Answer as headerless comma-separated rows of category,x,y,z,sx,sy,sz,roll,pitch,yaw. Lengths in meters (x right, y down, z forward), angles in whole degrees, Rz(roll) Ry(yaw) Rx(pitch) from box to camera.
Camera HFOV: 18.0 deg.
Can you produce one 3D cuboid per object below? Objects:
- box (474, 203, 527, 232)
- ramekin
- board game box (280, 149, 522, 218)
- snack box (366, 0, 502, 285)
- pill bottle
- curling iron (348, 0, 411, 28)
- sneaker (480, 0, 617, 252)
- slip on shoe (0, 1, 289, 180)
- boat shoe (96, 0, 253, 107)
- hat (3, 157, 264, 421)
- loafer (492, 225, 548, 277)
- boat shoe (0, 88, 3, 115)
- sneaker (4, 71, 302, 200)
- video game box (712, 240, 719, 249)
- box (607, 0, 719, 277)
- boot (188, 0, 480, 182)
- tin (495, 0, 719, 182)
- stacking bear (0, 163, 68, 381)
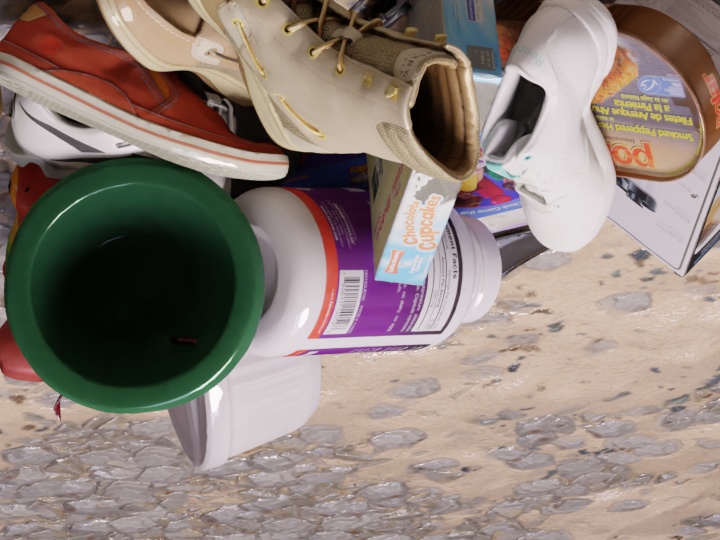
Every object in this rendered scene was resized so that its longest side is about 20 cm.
box,0.111,-0.057,1.667,0.199,0.042,0.039,-12,154,16
ramekin,-0.095,0.038,1.656,0.094,0.204,0.203,-12,157,-14
board game box,0.044,-0.077,1.602,0.199,0.045,0.135,-13,154,15
snack box,0.043,-0.097,1.423,0.037,0.117,0.201,6,141,-11
pill bottle,0.000,0.000,1.547,0.199,0.113,0.112,-1,159,-42
curling iron,-0.015,-0.136,1.479,0.049,0.026,0.200,-35,176,-29
sneaker,0.107,-0.076,1.394,0.075,0.088,0.201,27,144,28
slip on shoe,-0.132,-0.108,1.418,0.199,0.062,0.074,25,174,-11
boat shoe,-0.093,-0.157,1.381,0.064,0.072,0.200,-22,161,23
hat,-0.148,0.013,1.552,0.198,0.167,0.176,-9,178,8
loafer,0.078,0.004,1.752,0.199,0.073,0.073,-24,148,34
boat shoe,-0.305,-0.126,1.391,0.066,0.074,0.200,-24,150,25
sneaker,-0.131,-0.095,1.491,0.198,0.075,0.089,3,152,-12
video game box,0.346,-0.043,1.654,0.181,0.047,0.200,-7,180,-1
box,0.203,-0.095,1.489,0.060,0.116,0.200,-43,160,-24
boot,-0.018,-0.138,1.294,0.155,0.073,0.201,18,143,44
tin,0.144,-0.115,1.425,0.199,0.042,0.113,12,130,45
stacking bear,-0.203,-0.022,1.604,0.113,0.122,0.200,5,146,-4
